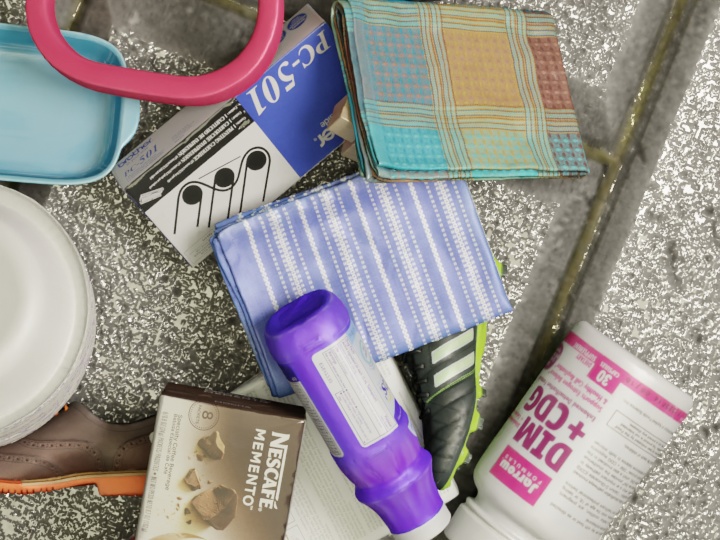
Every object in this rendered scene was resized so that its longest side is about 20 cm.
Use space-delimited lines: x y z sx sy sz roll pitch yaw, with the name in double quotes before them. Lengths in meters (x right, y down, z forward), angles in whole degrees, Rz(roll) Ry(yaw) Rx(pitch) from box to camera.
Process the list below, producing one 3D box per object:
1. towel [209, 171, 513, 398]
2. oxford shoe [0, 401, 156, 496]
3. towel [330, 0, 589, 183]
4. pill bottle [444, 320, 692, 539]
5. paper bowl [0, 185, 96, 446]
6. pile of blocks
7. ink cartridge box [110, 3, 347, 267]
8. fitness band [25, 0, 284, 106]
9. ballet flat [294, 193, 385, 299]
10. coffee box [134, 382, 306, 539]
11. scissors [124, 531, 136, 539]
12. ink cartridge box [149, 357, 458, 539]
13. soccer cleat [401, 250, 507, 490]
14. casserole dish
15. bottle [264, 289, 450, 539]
"towel" 0.000 0.000 1.598 0.199 0.024 0.146 -21 99 0
"oxford shoe" -0.242 0.138 1.646 0.199 0.071 0.073 2 89 -13
"towel" 0.077 -0.136 1.589 0.199 0.022 0.148 -1 71 -30
"pill bottle" 0.160 0.151 1.649 0.113 0.113 0.200 34 92 -7
"paper bowl" -0.301 0.030 1.582 0.199 0.104 0.202 0 77 -2
"pile of blocks" 0.048 -0.133 1.622 0.199 0.062 0.082 -14 76 -33
"ink cartridge box" -0.086 -0.103 1.623 0.200 0.044 0.094 -40 123 0
"fitness band" -0.154 -0.199 1.583 0.199 0.037 0.145 10 86 10
"ballet flat" -0.007 -0.034 1.645 0.200 0.076 0.064 -45 64 -4
"coffee box" -0.111 0.194 1.582 0.112 0.080 0.201 11 92 -2
"scissors" -0.165 0.198 1.629 0.199 0.014 0.074 -20 98 0
"ink cartridge box" -0.044 0.151 1.665 0.199 0.050 0.163 -27 97 -2
"soccer cleat" 0.060 0.070 1.642 0.081 0.068 0.201 12 74 -8
"casserole dish" -0.269 -0.126 1.616 0.199 0.039 0.122 5 81 -6
"bottle" 0.001 0.113 1.570 0.065 0.084 0.201 -30 104 1
